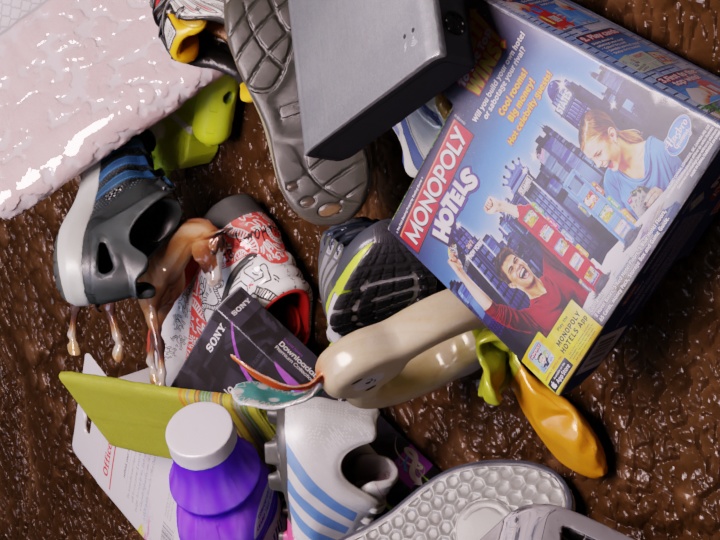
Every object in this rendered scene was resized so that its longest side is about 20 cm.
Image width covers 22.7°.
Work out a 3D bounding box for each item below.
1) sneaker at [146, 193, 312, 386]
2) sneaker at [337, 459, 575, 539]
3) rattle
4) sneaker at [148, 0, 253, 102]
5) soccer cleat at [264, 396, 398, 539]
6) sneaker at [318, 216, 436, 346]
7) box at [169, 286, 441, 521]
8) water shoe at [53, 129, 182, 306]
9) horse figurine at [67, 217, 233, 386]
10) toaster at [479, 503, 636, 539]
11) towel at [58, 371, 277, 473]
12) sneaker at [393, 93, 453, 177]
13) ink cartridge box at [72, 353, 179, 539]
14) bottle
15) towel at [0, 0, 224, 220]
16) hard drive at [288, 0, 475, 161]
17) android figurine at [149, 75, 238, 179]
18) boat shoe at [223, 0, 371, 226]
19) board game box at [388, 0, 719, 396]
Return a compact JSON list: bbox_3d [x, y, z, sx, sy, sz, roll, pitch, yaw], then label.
[{"bbox_3d":[-0.100,0.050,1.368,0.108,0.067,0.202,53,136,30],"label":"sneaker"},{"bbox_3d":[0.065,0.199,1.205,0.201,0.146,0.078,-25,60,13],"label":"sneaker"},{"bbox_3d":[0.031,0.092,1.100,0.130,0.199,0.144,-24,84,53],"label":"rattle"},{"bbox_3d":[-0.117,-0.193,1.240,0.199,0.082,0.078,37,149,14],"label":"sneaker"},{"bbox_3d":[-0.015,0.166,1.231,0.070,0.085,0.201,-87,-6,-45],"label":"soccer cleat"},{"bbox_3d":[0.000,0.000,1.178,0.200,0.073,0.082,114,141,-71],"label":"sneaker"},{"bbox_3d":[-0.049,0.124,1.303,0.200,0.036,0.143,43,137,9],"label":"box"},{"bbox_3d":[-0.165,-0.050,1.314,0.072,0.078,0.201,84,-168,-48],"label":"water shoe"},{"bbox_3d":[-0.173,0.013,1.365,0.199,0.049,0.134,19,106,52],"label":"horse figurine"},{"bbox_3d":[0.129,0.229,1.064,0.198,0.114,0.130,27,132,-6],"label":"toaster"},{"bbox_3d":[-0.128,0.109,1.304,0.198,0.018,0.086,5,138,38],"label":"towel"},{"bbox_3d":[0.016,-0.150,1.140,0.088,0.075,0.202,-40,70,51],"label":"sneaker"},{"bbox_3d":[-0.156,0.158,1.480,0.200,0.067,0.118,43,133,34],"label":"ink cartridge box"},{"bbox_3d":[-0.091,0.172,1.258,0.064,0.084,0.201,4,138,15],"label":"bottle"},{"bbox_3d":[-0.218,-0.162,1.313,0.192,0.199,0.032,58,-177,24],"label":"towel"},{"bbox_3d":[0.004,-0.183,1.039,0.139,0.033,0.202,-32,58,50],"label":"hard drive"},{"bbox_3d":[-0.151,-0.162,1.385,0.182,0.041,0.202,42,131,36],"label":"android figurine"},{"bbox_3d":[-0.040,-0.126,1.179,0.074,0.075,0.202,12,-113,-83],"label":"boat shoe"},{"bbox_3d":[0.104,-0.071,1.023,0.200,0.061,0.201,46,128,22],"label":"board game box"}]
